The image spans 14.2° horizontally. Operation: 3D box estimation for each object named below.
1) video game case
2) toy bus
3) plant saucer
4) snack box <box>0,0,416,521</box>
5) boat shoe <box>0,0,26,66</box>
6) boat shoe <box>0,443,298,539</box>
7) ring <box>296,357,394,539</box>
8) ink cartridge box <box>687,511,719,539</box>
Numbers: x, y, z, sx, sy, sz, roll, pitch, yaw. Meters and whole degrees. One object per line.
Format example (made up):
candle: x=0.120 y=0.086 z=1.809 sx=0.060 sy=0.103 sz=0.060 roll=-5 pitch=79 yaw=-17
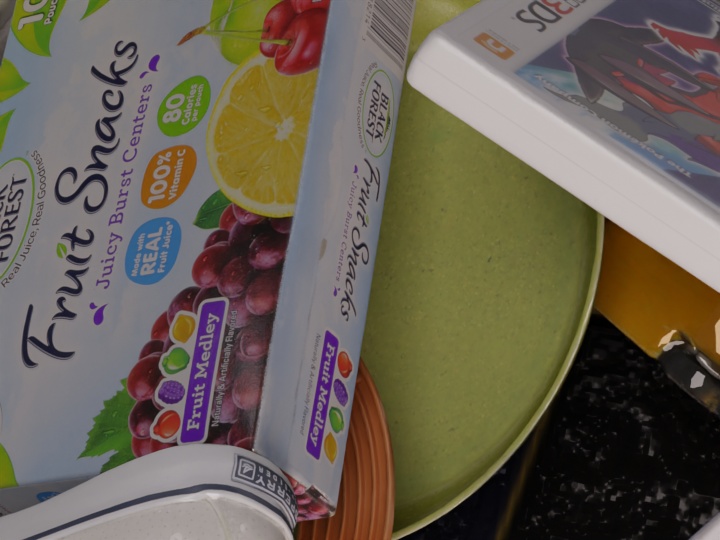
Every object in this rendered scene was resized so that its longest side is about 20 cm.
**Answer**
video game case: x=0.128 y=-0.034 z=0.907 sx=0.200 sy=0.182 sz=0.023 roll=35 pitch=115 yaw=8
toy bus: x=0.160 y=0.043 z=0.937 sx=0.200 sy=0.078 sz=0.065 roll=41 pitch=96 yaw=15
plant saucer: x=0.000 y=0.000 z=0.969 sx=0.199 sy=0.031 sz=0.201 roll=-11 pitch=69 yaw=31
snack box: x=-0.064 y=-0.012 z=0.942 sx=0.142 sy=0.053 sz=0.201 roll=-11 pitch=56 yaw=32
boat shoe: x=-0.199 y=-0.052 z=1.020 sx=0.200 sy=0.070 sz=0.071 roll=-34 pitch=75 yaw=0
boat shoe: x=-0.103 y=0.128 z=0.866 sx=0.202 sy=0.075 sz=0.086 roll=-24 pitch=42 yaw=26
ring: x=-0.076 y=0.092 z=0.937 sx=0.200 sy=0.019 sz=0.201 roll=-19 pitch=54 yaw=28
ink cartridge box: x=0.125 y=0.135 z=0.845 sx=0.200 sy=0.042 sz=0.119 roll=-40 pitch=75 yaw=-15
